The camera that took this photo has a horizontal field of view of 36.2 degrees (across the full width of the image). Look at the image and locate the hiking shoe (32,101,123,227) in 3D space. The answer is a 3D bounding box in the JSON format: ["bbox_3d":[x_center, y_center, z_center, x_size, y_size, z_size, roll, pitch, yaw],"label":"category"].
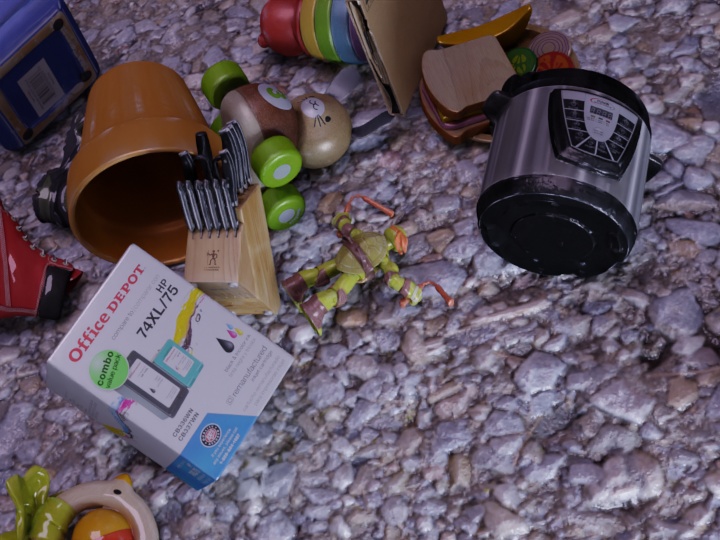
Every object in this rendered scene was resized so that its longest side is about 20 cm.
[{"bbox_3d":[-0.330,-0.136,1.402,0.099,0.076,0.202,20,73,13],"label":"hiking shoe"}]

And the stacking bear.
[{"bbox_3d":[-0.037,-0.314,1.402,0.197,0.114,0.123,5,76,27],"label":"stacking bear"}]

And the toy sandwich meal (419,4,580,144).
[{"bbox_3d":[0.165,-0.238,1.322,0.202,0.071,0.208,-7,58,11],"label":"toy sandwich meal"}]

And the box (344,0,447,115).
[{"bbox_3d":[0.048,-0.311,1.319,0.021,0.165,0.201,-1,45,27],"label":"box"}]

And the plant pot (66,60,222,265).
[{"bbox_3d":[-0.250,-0.138,1.297,0.197,0.201,0.185,-19,54,3],"label":"plant pot"}]

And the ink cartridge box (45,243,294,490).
[{"bbox_3d":[-0.198,0.103,1.119,0.199,0.146,0.148,35,69,-5],"label":"ink cartridge box"}]

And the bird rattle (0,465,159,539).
[{"bbox_3d":[-0.282,0.287,1.110,0.161,0.113,0.201,-20,58,-18],"label":"bird rattle"}]

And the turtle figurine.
[{"bbox_3d":[0.000,0.000,1.225,0.160,0.065,0.200,-36,57,-8],"label":"turtle figurine"}]

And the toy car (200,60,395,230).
[{"bbox_3d":[-0.064,-0.176,1.310,0.198,0.159,0.165,-26,59,-16],"label":"toy car"}]

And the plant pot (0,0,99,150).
[{"bbox_3d":[-0.472,-0.291,1.447,0.179,0.201,0.200,36,73,22],"label":"plant pot"}]

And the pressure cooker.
[{"bbox_3d":[0.218,-0.117,1.173,0.176,0.176,0.202,-3,56,33],"label":"pressure cooker"}]

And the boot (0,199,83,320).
[{"bbox_3d":[-0.409,-0.037,1.328,0.142,0.072,0.203,1,69,-19],"label":"boot"}]

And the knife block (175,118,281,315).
[{"bbox_3d":[-0.139,-0.057,1.198,0.063,0.200,0.178,0,73,14],"label":"knife block"}]
